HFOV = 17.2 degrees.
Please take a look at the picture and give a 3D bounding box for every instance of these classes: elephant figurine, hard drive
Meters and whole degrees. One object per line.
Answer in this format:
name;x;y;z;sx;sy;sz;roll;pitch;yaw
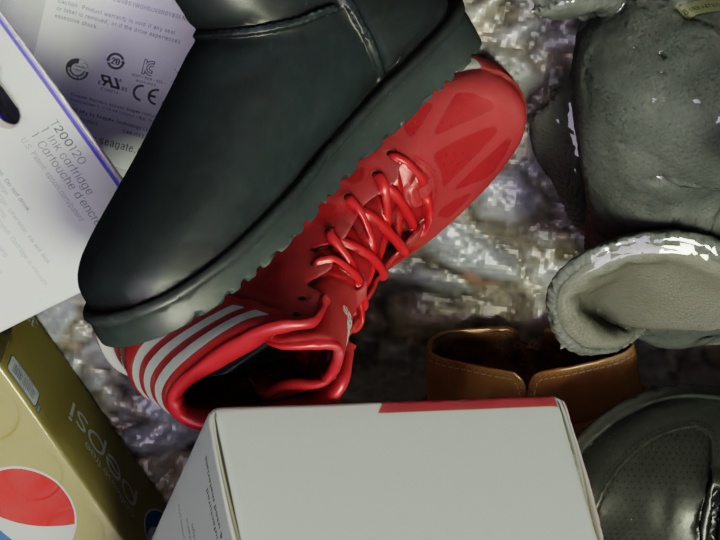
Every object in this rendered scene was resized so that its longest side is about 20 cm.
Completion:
elephant figurine;0.126;-0.021;0.944;0.155;0.141;0.201;38;132;15
hard drive;-0.082;-0.120;0.944;0.139;0.038;0.201;15;115;-6

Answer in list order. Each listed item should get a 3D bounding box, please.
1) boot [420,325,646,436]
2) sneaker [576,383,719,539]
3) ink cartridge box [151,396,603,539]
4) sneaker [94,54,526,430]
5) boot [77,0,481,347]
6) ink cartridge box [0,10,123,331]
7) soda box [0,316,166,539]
boot;0.118;0.098;1.024;0.198;0.074;0.156;-2;115;1
sneaker;0.169;0.092;0.957;0.198;0.082;0.074;0;111;-24
ink cartridge box;-0.008;0.136;0.941;0.145;0.083;0.200;-2;146;-21
sneaker;0.000;0.000;0.928;0.199;0.116;0.079;-37;124;-5
boot;-0.064;-0.095;0.857;0.200;0.076;0.169;-44;113;-21
ink cartridge box;-0.194;-0.057;0.941;0.199;0.043;0.199;-24;110;32
soda box;-0.126;0.117;1.045;0.067;0.064;0.201;-26;112;13
